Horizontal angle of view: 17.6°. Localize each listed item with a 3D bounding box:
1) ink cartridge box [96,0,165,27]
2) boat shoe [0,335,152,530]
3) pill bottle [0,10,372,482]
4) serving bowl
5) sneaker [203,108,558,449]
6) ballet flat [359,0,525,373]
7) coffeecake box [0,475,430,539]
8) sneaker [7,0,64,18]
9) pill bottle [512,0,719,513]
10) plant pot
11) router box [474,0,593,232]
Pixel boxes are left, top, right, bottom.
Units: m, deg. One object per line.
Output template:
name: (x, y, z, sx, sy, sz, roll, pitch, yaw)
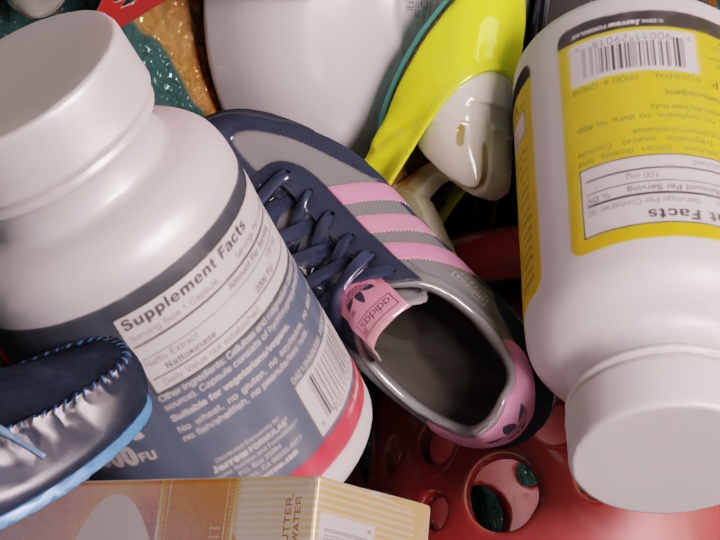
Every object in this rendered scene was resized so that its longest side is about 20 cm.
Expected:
ink cartridge box: (-0.012, -0.137, 0.929, 0.200, 0.161, 0.050, -36, 91, -16)
boat shoe: (-0.161, 0.062, 0.788, 0.199, 0.084, 0.069, -27, 110, -31)
pill bottle: (-0.088, 0.006, 0.909, 0.200, 0.119, 0.120, 61, 42, -29)
serving bowl: (0.019, -0.128, 1.083, 0.200, 0.066, 0.201, -14, 109, -46)
sneaker: (0.000, 0.000, 0.977, 0.070, 0.200, 0.082, -54, 173, 9)
ballet flat: (0.028, -0.035, 1.040, 0.067, 0.067, 0.200, 24, 102, -50)
coffeecake box: (-0.081, 0.155, 0.830, 0.073, 0.199, 0.154, 22, 68, -52)
sneaker: (-0.085, -0.168, 0.975, 0.200, 0.074, 0.089, -33, 136, -38)
pill bottle: (0.120, -0.007, 0.961, 0.111, 0.111, 0.201, 44, 36, -43)
plant pot: (0.100, 0.079, 1.099, 0.200, 0.200, 0.184, 16, 70, -53)
router box: (0.103, -0.106, 1.174, 0.157, 0.052, 0.201, 113, -13, -71)
